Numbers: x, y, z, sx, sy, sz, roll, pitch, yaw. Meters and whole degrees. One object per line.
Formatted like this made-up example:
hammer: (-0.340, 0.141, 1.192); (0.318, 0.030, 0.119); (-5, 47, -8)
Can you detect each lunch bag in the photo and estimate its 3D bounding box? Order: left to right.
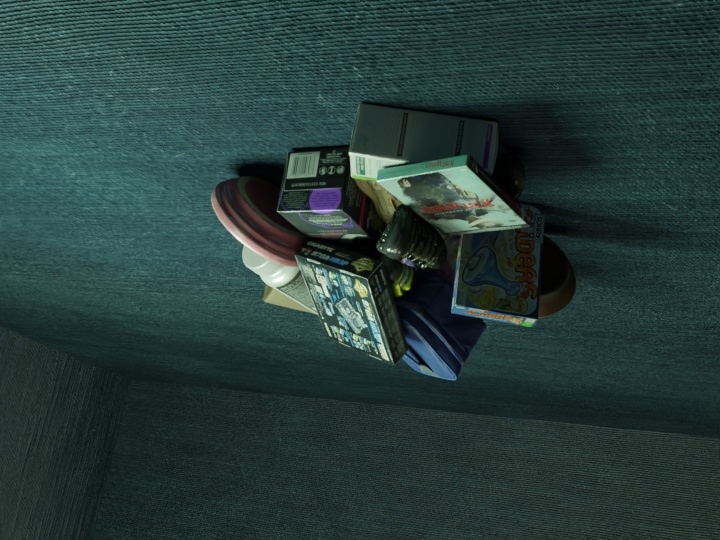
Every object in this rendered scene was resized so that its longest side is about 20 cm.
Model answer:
lunch bag: (0.110, 0.098, 1.497); (0.200, 0.133, 0.135); (45, 155, -27)

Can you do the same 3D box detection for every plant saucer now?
plant saucer: (-0.155, -0.092, 1.426); (0.199, 0.202, 0.051); (23, 117, -36)
plant saucer: (0.269, -0.008, 1.419); (0.197, 0.202, 0.035); (10, 137, -1)

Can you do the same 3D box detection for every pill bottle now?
pill bottle: (-0.116, -0.006, 1.566); (0.113, 0.115, 0.199); (-6, 152, 39)

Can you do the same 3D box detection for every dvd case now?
dvd case: (0.134, -0.100, 1.187); (0.144, 0.022, 0.199); (-5, 158, 34)

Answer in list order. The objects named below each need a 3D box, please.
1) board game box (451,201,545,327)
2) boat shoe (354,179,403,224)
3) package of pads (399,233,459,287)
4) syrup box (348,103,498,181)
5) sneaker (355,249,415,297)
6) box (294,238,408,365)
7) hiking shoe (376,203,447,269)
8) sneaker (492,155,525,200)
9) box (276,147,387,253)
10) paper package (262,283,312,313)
board game box: (0.222, -0.019, 1.356); (0.133, 0.203, 0.035); (9, 156, -2)
boat shoe: (0.056, -0.123, 1.341); (0.064, 0.072, 0.200); (0, 158, 29)
package of pads: (0.136, -0.007, 1.564); (0.075, 0.122, 0.200); (-28, 172, -21)
syrup box: (0.088, -0.166, 1.179); (0.197, 0.083, 0.079); (10, 162, 5)
sneaker: (0.000, 0.000, 1.433); (0.198, 0.075, 0.081); (-9, 140, 44)
box: (-0.013, 0.053, 1.400); (0.158, 0.046, 0.202); (18, 141, 37)
hiking shoe: (0.087, -0.045, 1.262); (0.100, 0.076, 0.200); (31, -165, 4)
sneaker: (0.143, -0.117, 1.257); (0.114, 0.077, 0.199); (-6, 173, -35)
box: (-0.034, -0.106, 1.380); (0.120, 0.108, 0.200); (1, 161, 24)
paper package: (-0.092, 0.022, 1.805); (0.197, 0.105, 0.191); (14, 162, -11)
